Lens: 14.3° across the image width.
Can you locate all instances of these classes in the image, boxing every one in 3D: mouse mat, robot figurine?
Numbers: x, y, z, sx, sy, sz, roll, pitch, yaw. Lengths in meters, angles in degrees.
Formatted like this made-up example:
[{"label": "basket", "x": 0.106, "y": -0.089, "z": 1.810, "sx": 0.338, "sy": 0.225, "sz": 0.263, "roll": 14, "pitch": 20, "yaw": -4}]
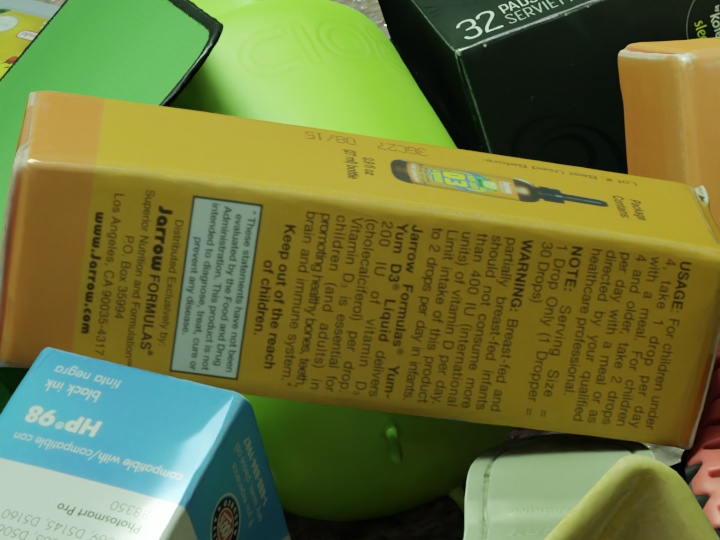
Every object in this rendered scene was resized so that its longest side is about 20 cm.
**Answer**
[{"label": "mouse mat", "x": -0.114, "y": -0.031, "z": 0.931, "sx": 0.161, "sy": 0.008, "sz": 0.200, "roll": -50, "pitch": 21, "yaw": 1}, {"label": "robot figurine", "x": -0.016, "y": -0.006, "z": 0.930, "sx": 0.115, "sy": 0.175, "sz": 0.200, "roll": -35, "pitch": 59, "yaw": 10}]

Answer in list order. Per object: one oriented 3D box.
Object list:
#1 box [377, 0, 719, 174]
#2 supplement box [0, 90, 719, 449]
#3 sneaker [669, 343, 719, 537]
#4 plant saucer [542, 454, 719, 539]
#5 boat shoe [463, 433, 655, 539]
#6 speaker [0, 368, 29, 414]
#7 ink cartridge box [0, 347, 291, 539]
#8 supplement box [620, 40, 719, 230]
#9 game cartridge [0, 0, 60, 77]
[{"label": "box", "x": 0.122, "y": -0.082, "z": 1.011, "sx": 0.199, "sy": 0.125, "sz": 0.149, "roll": -22, "pitch": 26, "yaw": -5}, {"label": "supplement box", "x": 0.000, "y": 0.000, "z": 0.805, "sx": 0.199, "sy": 0.069, "sz": 0.067, "roll": 6, "pitch": 20, "yaw": -5}, {"label": "sneaker", "x": 0.138, "y": 0.059, "z": 0.829, "sx": 0.097, "sy": 0.071, "sz": 0.201, "roll": -15, "pitch": 29, "yaw": 10}, {"label": "plant saucer", "x": 0.043, "y": 0.173, "z": 0.590, "sx": 0.048, "sy": 0.200, "sz": 0.200, "roll": -20, "pitch": 16, "yaw": 48}, {"label": "boat shoe", "x": 0.042, "y": 0.104, "z": 0.734, "sx": 0.074, "sy": 0.066, "sz": 0.199, "roll": -1, "pitch": 17, "yaw": 8}, {"label": "speaker", "x": -0.110, "y": 0.054, "z": 0.957, "sx": 0.088, "sy": 0.089, "sz": 0.200, "roll": -26, "pitch": 31, "yaw": -14}, {"label": "ink cartridge box", "x": -0.088, "y": 0.134, "z": 0.742, "sx": 0.066, "sy": 0.116, "sz": 0.200, "roll": 13, "pitch": 52, "yaw": 22}, {"label": "supplement box", "x": 0.187, "y": -0.047, "z": 0.906, "sx": 0.199, "sy": 0.067, "sz": 0.069, "roll": -7, "pitch": 6, "yaw": -13}, {"label": "game cartridge", "x": -0.163, "y": -0.067, "z": 1.237, "sx": 0.200, "sy": 0.041, "sz": 0.133, "roll": 16, "pitch": 48, "yaw": 44}]
